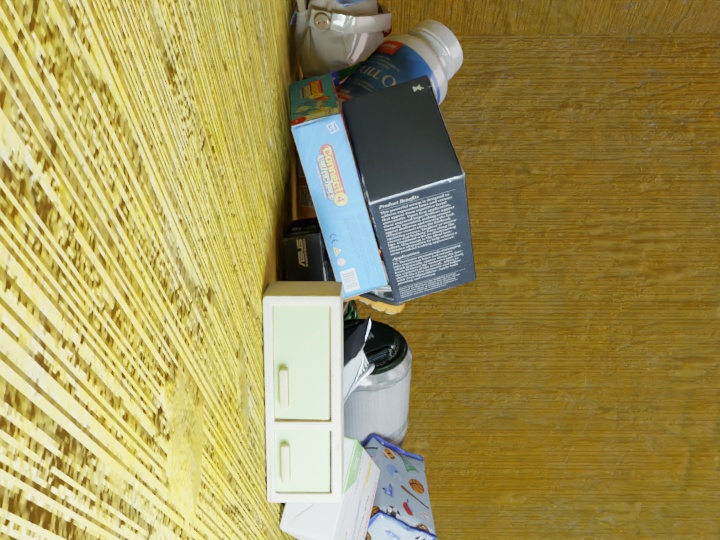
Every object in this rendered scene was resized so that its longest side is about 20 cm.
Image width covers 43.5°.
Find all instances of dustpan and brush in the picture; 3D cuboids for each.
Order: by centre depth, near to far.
[{"bbox_3d":[-0.036,0.159,1.106,0.200,0.057,0.140,-48,-174,13],"label":"dustpan and brush"}]

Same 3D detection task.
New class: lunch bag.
[{"bbox_3d":[0.005,0.371,1.298,0.202,0.122,0.171,-55,-163,24],"label":"lunch bag"}]

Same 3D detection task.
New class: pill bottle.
[{"bbox_3d":[0.045,-0.236,1.181,0.201,0.111,0.113,-48,160,-23],"label":"pill bottle"}]

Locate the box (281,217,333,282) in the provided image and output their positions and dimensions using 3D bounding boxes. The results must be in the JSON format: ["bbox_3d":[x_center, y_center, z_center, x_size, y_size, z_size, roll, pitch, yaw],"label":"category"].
[{"bbox_3d":[-0.054,0.028,1.057,0.200,0.042,0.164,-94,177,-81],"label":"box"}]

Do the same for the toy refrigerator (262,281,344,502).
[{"bbox_3d":[-0.054,0.118,0.875,0.070,0.074,0.205,-85,176,-78],"label":"toy refrigerator"}]

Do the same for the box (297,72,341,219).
[{"bbox_3d":[-0.041,-0.175,1.239,0.118,0.041,0.205,-24,119,-57],"label":"box"}]

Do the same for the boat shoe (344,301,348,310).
[{"bbox_3d":[-0.050,0.038,1.364,0.201,0.070,0.074,-101,-172,-60],"label":"boat shoe"}]

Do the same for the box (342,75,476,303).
[{"bbox_3d":[0.058,-0.087,1.030,0.202,0.105,0.151,73,2,-55],"label":"box"}]

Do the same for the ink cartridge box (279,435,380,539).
[{"bbox_3d":[-0.027,0.274,1.081,0.201,0.066,0.120,65,37,-64],"label":"ink cartridge box"}]

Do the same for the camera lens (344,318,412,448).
[{"bbox_3d":[-0.002,0.190,1.387,0.161,0.156,0.204,-88,180,-61],"label":"camera lens"}]

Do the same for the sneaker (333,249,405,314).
[{"bbox_3d":[0.000,0.000,1.285,0.078,0.197,0.079,-51,-135,29],"label":"sneaker"}]

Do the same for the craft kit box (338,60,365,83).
[{"bbox_3d":[-0.024,-0.198,1.381,0.200,0.047,0.202,-53,143,-58],"label":"craft kit box"}]

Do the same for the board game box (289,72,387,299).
[{"bbox_3d":[-0.028,-0.103,1.038,0.197,0.055,0.204,-101,175,-65],"label":"board game box"}]

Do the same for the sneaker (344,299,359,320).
[{"bbox_3d":[-0.023,0.072,1.486,0.077,0.088,0.200,-49,180,0],"label":"sneaker"}]

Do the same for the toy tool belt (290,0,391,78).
[{"bbox_3d":[-0.022,-0.332,1.134,0.200,0.122,0.125,-52,127,-53],"label":"toy tool belt"}]
